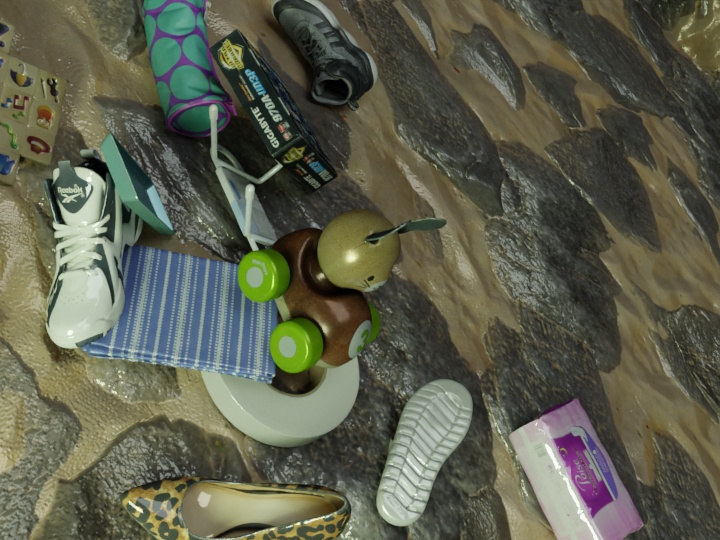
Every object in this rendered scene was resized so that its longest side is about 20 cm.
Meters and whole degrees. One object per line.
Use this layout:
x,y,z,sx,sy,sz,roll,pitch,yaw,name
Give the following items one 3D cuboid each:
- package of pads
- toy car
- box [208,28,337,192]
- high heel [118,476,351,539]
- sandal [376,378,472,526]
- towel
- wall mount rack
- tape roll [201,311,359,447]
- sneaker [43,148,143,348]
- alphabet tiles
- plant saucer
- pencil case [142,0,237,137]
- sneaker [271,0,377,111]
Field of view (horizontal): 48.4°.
0.295,0.289,1.103,0.120,0.075,0.202,-11,70,-46,package of pads
0.000,0.000,0.867,0.164,0.199,0.159,-13,74,-61,toy car
-0.104,-0.196,1.024,0.160,0.046,0.200,59,6,11,box
-0.112,0.216,0.748,0.198,0.142,0.072,23,49,-28,high heel
0.070,0.217,0.981,0.082,0.050,0.203,34,56,3,sandal
-0.185,0.044,0.856,0.197,0.024,0.146,12,49,-18,towel
-0.129,-0.101,0.959,0.173,0.074,0.202,24,35,-61,wall mount rack
-0.090,0.100,0.924,0.201,0.037,0.205,23,49,-28,tape roll
-0.273,-0.036,0.777,0.078,0.131,0.201,1,48,12,sneaker
-0.400,-0.187,0.814,0.199,0.007,0.170,20,70,-44,alphabet tiles
-0.230,-0.082,0.837,0.019,0.200,0.071,-23,85,-5,plant saucer
-0.221,-0.271,1.024,0.091,0.085,0.203,-16,69,0,pencil case
-0.062,-0.327,1.210,0.199,0.075,0.115,39,41,-17,sneaker
